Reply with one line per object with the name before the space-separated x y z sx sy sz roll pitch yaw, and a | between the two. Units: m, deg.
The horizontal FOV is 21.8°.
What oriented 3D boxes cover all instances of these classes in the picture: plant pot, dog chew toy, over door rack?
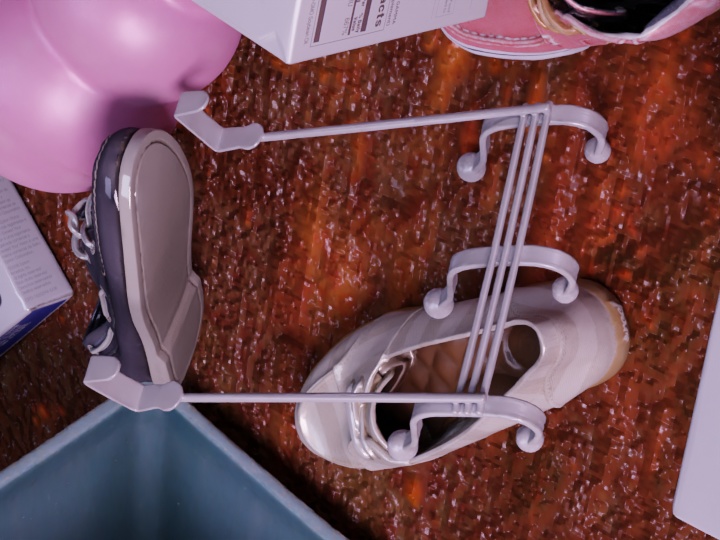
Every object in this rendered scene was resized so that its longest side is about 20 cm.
plant pot | -0.118 0.219 0.956 0.196 0.196 0.200 38 142 26
dog chew toy | -0.113 -0.124 0.883 0.200 0.124 0.125 -38 78 34
over door rack | 0.000 0.000 0.796 0.200 0.067 0.148 3 63 24

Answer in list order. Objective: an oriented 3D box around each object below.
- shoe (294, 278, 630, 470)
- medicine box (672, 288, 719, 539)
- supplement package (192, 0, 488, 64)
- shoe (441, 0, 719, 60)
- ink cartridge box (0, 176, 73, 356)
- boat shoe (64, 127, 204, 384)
shoe | 0.031 0.049 0.853 0.200 0.053 0.070 -24 88 43
medicine box | 0.204 -0.012 0.578 0.103 0.200 0.183 25 120 36
supplement package | -0.021 -0.206 0.689 0.156 0.111 0.200 37 128 33
shoe | 0.087 -0.120 0.721 0.200 0.091 0.072 -7 99 43
ink cartridge box | -0.276 -0.026 1.108 0.200 0.041 0.200 -37 79 42
boat shoe | -0.117 -0.004 0.900 0.063 0.073 0.200 15 151 9
